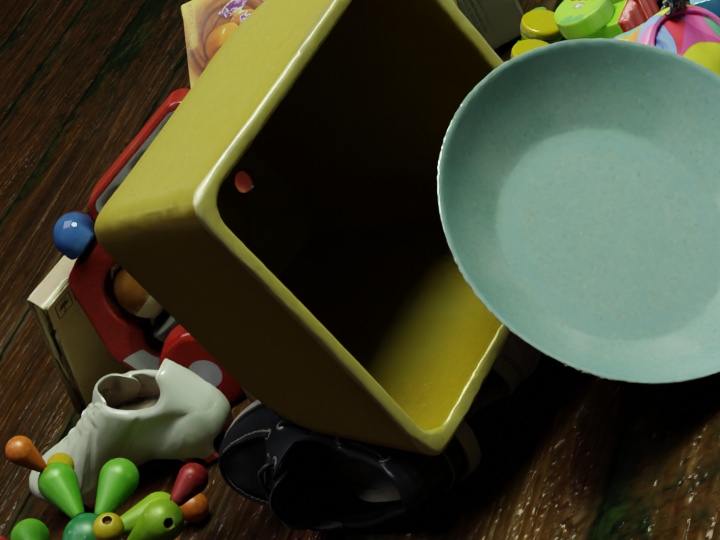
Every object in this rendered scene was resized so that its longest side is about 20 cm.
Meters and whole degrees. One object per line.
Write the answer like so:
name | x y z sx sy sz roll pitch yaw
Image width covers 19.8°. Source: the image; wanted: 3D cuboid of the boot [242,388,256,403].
boot | -0.042 0.070 1.281 0.074 0.076 0.200 -42 23 -9

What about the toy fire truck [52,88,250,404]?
toy fire truck | -0.117 -0.013 1.411 0.200 0.167 0.113 -45 18 29

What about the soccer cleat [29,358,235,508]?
soccer cleat | -0.168 0.108 1.415 0.199 0.078 0.070 -23 28 40

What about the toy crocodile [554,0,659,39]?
toy crocodile | 0.175 -0.177 1.388 0.061 0.068 0.201 -18 32 24

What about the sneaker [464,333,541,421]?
sneaker | 0.092 0.020 1.177 0.200 0.075 0.100 -47 34 1

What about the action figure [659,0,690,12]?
action figure | 0.230 -0.168 1.299 0.118 0.055 0.200 -38 20 9

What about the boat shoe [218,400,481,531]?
boat shoe | -0.023 0.116 1.163 0.198 0.075 0.066 -2 33 43

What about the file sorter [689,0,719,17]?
file sorter | 0.274 -0.252 1.210 0.198 0.124 0.139 -15 28 14

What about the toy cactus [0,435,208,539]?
toy cactus | -0.185 0.185 1.303 0.199 0.102 0.166 -6 50 43

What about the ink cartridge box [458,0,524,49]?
ink cartridge box | 0.013 -0.208 1.582 0.199 0.084 0.146 -27 53 6

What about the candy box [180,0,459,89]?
candy box | -0.028 -0.179 1.486 0.198 0.057 0.117 -22 44 11

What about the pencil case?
pencil case | 0.144 -0.094 1.230 0.200 0.088 0.089 -26 25 56

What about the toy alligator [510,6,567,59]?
toy alligator | 0.124 -0.117 1.383 0.054 0.060 0.201 9 39 9

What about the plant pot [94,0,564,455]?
plant pot | -0.031 -0.034 1.125 0.199 0.194 0.196 -5 44 53

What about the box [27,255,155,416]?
box | -0.162 -0.002 1.535 0.021 0.164 0.201 26 63 23

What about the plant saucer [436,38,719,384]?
plant saucer | 0.133 -0.026 1.063 0.202 0.200 0.039 -54 -7 -29
